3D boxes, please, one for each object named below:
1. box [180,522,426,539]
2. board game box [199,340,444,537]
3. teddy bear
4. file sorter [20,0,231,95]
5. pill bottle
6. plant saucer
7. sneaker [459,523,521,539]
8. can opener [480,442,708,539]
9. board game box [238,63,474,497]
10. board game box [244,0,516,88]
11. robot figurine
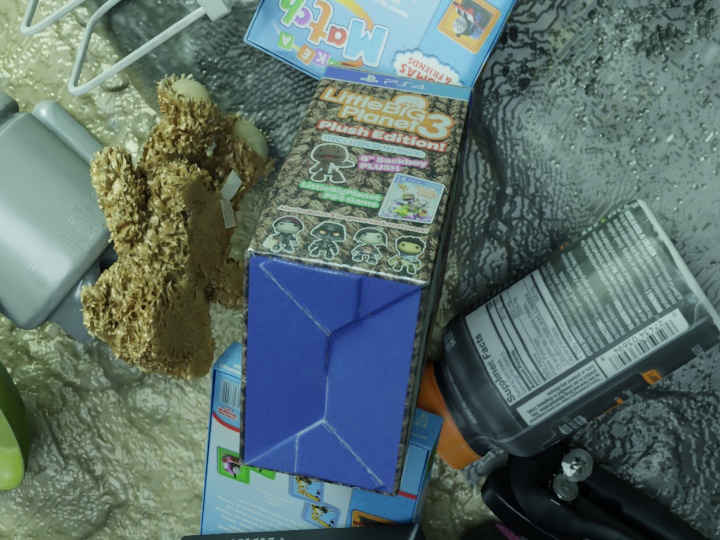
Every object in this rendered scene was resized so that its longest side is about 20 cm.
[{"bbox_3d":[-0.030,0.284,0.789,0.198,0.118,0.199,-10,116,30],"label":"box"},{"bbox_3d":[-0.034,0.157,0.807,0.150,0.037,0.202,19,126,12],"label":"board game box"},{"bbox_3d":[-0.118,-0.029,0.771,0.066,0.144,0.203,-4,77,37],"label":"teddy bear"},{"bbox_3d":[-0.180,-0.231,0.712,0.124,0.140,0.201,-28,123,15],"label":"file sorter"},{"bbox_3d":[0.126,0.050,0.776,0.199,0.106,0.107,-34,95,14],"label":"pill bottle"},{"bbox_3d":[-0.298,0.069,0.829,0.198,0.031,0.202,25,140,23],"label":"plant saucer"},{"bbox_3d":[0.100,0.284,0.842,0.085,0.080,0.202,-18,93,21],"label":"sneaker"},{"bbox_3d":[0.183,0.176,0.824,0.198,0.079,0.064,27,64,-1],"label":"can opener"},{"bbox_3d":[0.000,0.000,0.711,0.095,0.201,0.161,10,128,5],"label":"board game box"},{"bbox_3d":[0.034,-0.206,0.767,0.150,0.037,0.202,27,102,1],"label":"board game box"},{"bbox_3d":[-0.232,-0.041,0.793,0.200,0.170,0.113,41,140,-11],"label":"robot figurine"}]
